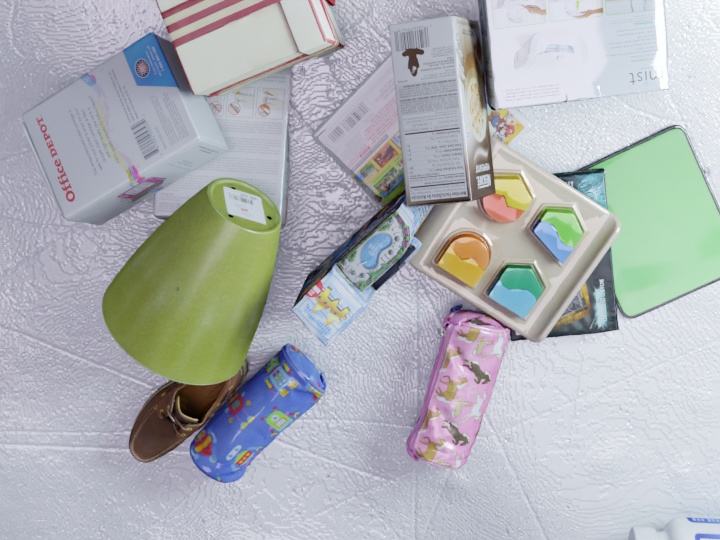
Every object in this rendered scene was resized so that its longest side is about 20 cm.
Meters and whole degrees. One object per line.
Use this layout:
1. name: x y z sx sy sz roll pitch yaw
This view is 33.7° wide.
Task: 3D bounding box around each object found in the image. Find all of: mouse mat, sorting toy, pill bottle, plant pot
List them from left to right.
1. plant pot: -0.177 -0.004 1.379 0.187 0.187 0.200 31 122 -3
2. sorting toy: 0.180 -0.034 1.415 0.199 0.036 0.186 33 107 0
3. mouse mat: 0.355 -0.057 1.440 0.160 0.008 0.201 -25 101 10
4. pill bottle: 0.439 0.367 1.483 0.199 0.112 0.113 1 104 5

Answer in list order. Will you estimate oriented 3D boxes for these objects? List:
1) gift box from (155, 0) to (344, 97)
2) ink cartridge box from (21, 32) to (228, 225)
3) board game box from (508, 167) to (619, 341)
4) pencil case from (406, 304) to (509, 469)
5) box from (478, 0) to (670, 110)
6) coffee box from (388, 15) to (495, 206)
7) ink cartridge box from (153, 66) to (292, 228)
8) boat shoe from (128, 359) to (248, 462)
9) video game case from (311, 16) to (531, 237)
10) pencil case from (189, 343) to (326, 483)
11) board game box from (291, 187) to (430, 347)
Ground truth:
1. gift box: -0.122 -0.315 1.323 0.186 0.185 0.201 -20 101 8
2. ink cartridge box: -0.280 -0.163 1.403 0.199 0.085 0.145 -28 79 14
3. board game box: 0.239 -0.018 1.444 0.134 0.028 0.201 -5 104 10
4. pencil case: 0.119 0.148 1.472 0.086 0.083 0.201 19 106 15
5. box: 0.237 -0.280 1.338 0.199 0.097 0.178 -7 102 2
6. coffee box: 0.093 -0.178 1.336 0.079 0.114 0.201 -4 97 21
7. ink cartridge box: -0.166 -0.157 1.451 0.161 0.050 0.201 4 86 4
8. boat shoe: -0.228 0.175 1.514 0.200 0.068 0.072 -43 97 13
9. video game case: 0.073 -0.169 1.429 0.182 0.023 0.200 45 102 -6
10. pencil case: -0.127 0.186 1.503 0.087 0.078 0.200 37 105 -30
11. board game box: 0.000 0.000 1.369 0.062 0.200 0.200 46 113 -6
